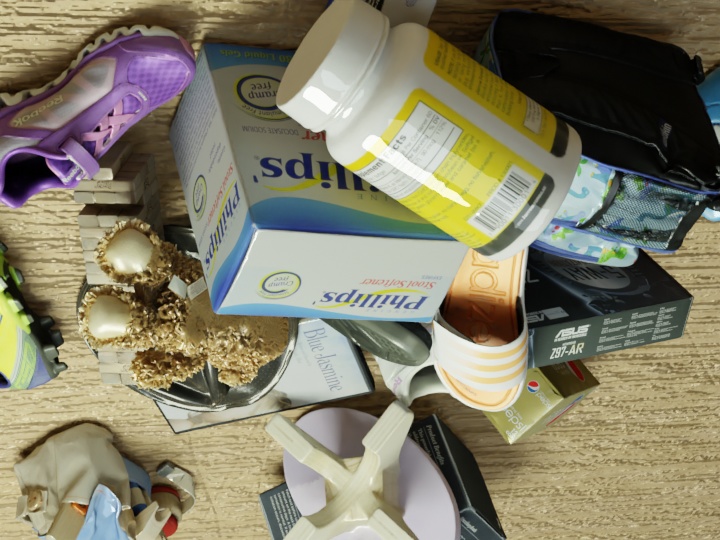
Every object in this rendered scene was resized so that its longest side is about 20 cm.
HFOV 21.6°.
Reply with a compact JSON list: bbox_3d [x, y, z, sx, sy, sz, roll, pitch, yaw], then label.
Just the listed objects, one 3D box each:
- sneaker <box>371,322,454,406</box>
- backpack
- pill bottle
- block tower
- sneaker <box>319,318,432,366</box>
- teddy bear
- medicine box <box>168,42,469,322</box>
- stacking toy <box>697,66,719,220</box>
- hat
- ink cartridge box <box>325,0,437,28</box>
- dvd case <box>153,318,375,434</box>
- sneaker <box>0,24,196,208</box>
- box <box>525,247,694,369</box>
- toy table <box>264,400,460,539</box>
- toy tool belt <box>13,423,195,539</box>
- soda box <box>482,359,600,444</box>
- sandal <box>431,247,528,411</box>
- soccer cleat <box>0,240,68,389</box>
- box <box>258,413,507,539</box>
[{"bbox_3d":[0.112,0.069,1.740,0.199,0.100,0.075,-21,138,0],"label":"sneaker"},{"bbox_3d":[0.169,-0.103,1.503,0.199,0.184,0.147,15,132,-21],"label":"backpack"},{"bbox_3d":[0.048,-0.103,1.337,0.199,0.115,0.114,33,122,-17],"label":"pill bottle"},{"bbox_3d":[-0.187,0.000,1.509,0.054,0.058,0.201,1,118,14],"label":"block tower"},{"bbox_3d":[0.008,-0.002,1.529,0.114,0.199,0.076,-47,131,-7],"label":"sneaker"},{"bbox_3d":[-0.142,0.026,1.476,0.067,0.146,0.199,4,-174,42],"label":"teddy bear"},{"bbox_3d":[-0.033,-0.067,1.448,0.181,0.201,0.103,3,136,-24],"label":"medicine box"},{"bbox_3d":[0.358,-0.098,1.662,0.110,0.116,0.200,-42,149,26],"label":"stacking toy"},{"bbox_3d":[-0.147,0.064,1.608,0.199,0.081,0.202,-1,124,-1],"label":"hat"},{"bbox_3d":[0.021,-0.215,1.383,0.044,0.094,0.201,1,136,-21],"label":"ink cartridge box"},{"bbox_3d":[-0.096,0.091,1.717,0.199,0.018,0.143,-13,144,7],"label":"dvd case"},{"bbox_3d":[-0.209,-0.109,1.421,0.199,0.089,0.081,-26,138,7],"label":"sneaker"},{"bbox_3d":[0.159,0.013,1.618,0.199,0.160,0.044,-9,126,-27],"label":"box"},{"bbox_3d":[-0.005,0.203,1.751,0.185,0.199,0.117,-62,159,-2],"label":"toy table"},{"bbox_3d":[-0.234,0.240,1.782,0.125,0.123,0.200,-35,138,19],"label":"toy tool belt"},{"bbox_3d":[0.164,0.109,1.751,0.068,0.064,0.200,-42,170,12],"label":"soda box"},{"bbox_3d":[0.091,0.033,1.461,0.079,0.059,0.208,5,123,8],"label":"sandal"},{"bbox_3d":[-0.311,0.038,1.567,0.083,0.065,0.201,-18,141,3],"label":"soccer cleat"},{"bbox_3d":[0.023,0.247,1.880,0.199,0.108,0.148,-25,153,8],"label":"box"}]
